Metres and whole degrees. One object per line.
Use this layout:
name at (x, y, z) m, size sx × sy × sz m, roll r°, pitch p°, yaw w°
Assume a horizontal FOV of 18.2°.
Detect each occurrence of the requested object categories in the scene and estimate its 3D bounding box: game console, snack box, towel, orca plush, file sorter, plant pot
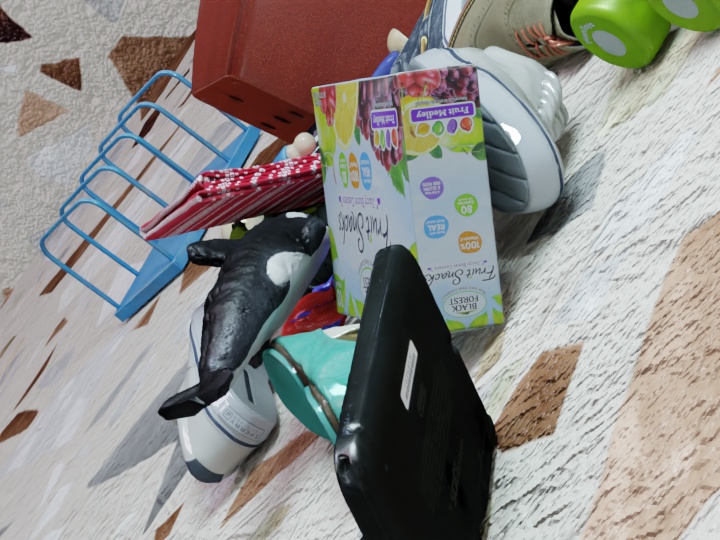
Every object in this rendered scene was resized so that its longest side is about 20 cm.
game console at (-0.005, 0.116, 1.032) m, size 0.116 × 0.177 × 0.200 m, roll -18°, pitch 25°, yaw 16°
snack box at (0.024, -0.041, 1.294) m, size 0.200 × 0.053 × 0.143 m, roll -172°, pitch 73°, yaw -76°
towel at (-0.043, -0.062, 1.552) m, size 0.199 × 0.023 × 0.145 m, roll -14°, pitch -6°, yaw -23°
orca plush at (-0.082, 0.016, 1.380) m, size 0.200 × 0.071 × 0.105 m, roll -59°, pitch -6°, yaw -41°
file sorter at (-0.216, -0.079, 2.265) m, size 0.139 × 0.122 × 0.201 m, roll -38°, pitch 20°, yaw 50°
plant pot at (-0.030, -0.197, 1.800) m, size 0.177 × 0.199 × 0.200 m, roll -69°, pitch 15°, yaw -9°

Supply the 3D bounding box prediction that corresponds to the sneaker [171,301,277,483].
sneaker at (-0.102, 0.080, 1.552) m, size 0.071 × 0.073 × 0.200 m, roll -47°, pitch 14°, yaw 12°

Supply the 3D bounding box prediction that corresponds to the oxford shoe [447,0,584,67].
oxford shoe at (0.116, -0.163, 1.425) m, size 0.200 × 0.070 × 0.075 m, roll -43°, pitch 22°, yaw 43°

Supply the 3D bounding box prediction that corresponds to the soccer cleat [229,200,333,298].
soccer cleat at (-0.018, -0.013, 1.536) m, size 0.199 × 0.067 × 0.082 m, roll -21°, pitch 71°, yaw 44°

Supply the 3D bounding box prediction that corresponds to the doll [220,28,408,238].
doll at (-0.025, -0.083, 1.670) m, size 0.200 × 0.048 × 0.137 m, roll -46°, pitch -20°, yaw -8°

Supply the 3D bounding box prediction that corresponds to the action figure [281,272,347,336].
action figure at (0.000, 0.000, 1.455) m, size 0.200 × 0.052 × 0.066 m, roll -52°, pitch 6°, yaw 30°

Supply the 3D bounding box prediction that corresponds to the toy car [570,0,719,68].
toy car at (0.139, -0.244, 1.252) m, size 0.165 × 0.200 × 0.158 m, roll -58°, pitch 14°, yaw -21°

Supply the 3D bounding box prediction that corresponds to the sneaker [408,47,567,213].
sneaker at (0.087, -0.093, 1.310) m, size 0.070 × 0.073 × 0.200 m, roll -16°, pitch 27°, yaw -10°

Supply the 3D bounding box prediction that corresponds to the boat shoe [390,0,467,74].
boat shoe at (0.069, -0.181, 1.627) m, size 0.091 × 0.071 × 0.201 m, roll -43°, pitch 17°, yaw 33°

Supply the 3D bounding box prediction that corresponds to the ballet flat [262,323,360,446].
ballet flat at (-0.005, 0.064, 1.303) m, size 0.070 × 0.068 × 0.200 m, roll -30°, pitch 11°, yaw -8°
